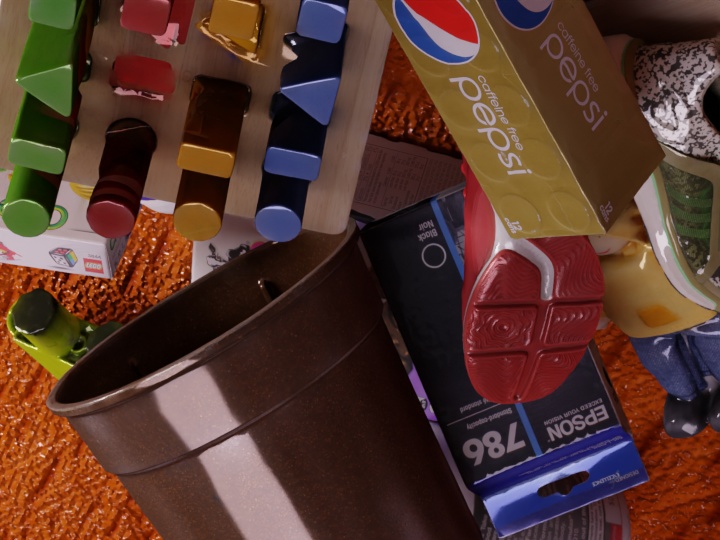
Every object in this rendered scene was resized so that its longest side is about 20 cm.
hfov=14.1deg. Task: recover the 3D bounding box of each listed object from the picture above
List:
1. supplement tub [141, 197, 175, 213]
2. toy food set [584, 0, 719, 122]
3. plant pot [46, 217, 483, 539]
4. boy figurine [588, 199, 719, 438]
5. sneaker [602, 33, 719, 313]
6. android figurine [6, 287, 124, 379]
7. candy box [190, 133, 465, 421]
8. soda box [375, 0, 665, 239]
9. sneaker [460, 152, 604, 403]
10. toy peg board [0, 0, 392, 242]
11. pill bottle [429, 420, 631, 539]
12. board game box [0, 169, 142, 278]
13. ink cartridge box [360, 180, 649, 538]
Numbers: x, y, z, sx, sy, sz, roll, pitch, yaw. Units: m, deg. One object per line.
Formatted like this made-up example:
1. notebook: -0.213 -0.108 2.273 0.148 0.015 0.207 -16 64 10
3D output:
1. supplement tub: -0.133 -0.142 1.580 0.145 0.146 0.200 -27 123 40
2. toy food set: 0.181 -0.118 1.569 0.199 0.061 0.144 -14 131 43
3. plant pot: -0.040 0.106 1.622 0.200 0.200 0.199 -22 103 37
4. boy figurine: 0.174 0.012 1.701 0.124 0.065 0.200 -4 137 35
5. sneaker: 0.192 -0.050 1.541 0.088 0.077 0.200 -11 135 29
6. android figurine: -0.141 0.073 1.853 0.181 0.041 0.200 21 167 31
7. candy box: 0.000 0.000 1.744 0.198 0.072 0.168 13 139 5
8. soda box: 0.069 -0.112 1.418 0.067 0.064 0.201 -2 129 46
9. sneaker: 0.085 -0.035 1.582 0.078 0.116 0.201 -1 124 -11
10. toy peg board: -0.090 -0.092 1.459 0.198 0.098 0.201 12 130 -2
11. pill bottle: 0.062 0.155 1.808 0.199 0.115 0.114 15 147 -38
12. board game box: -0.223 -0.064 1.715 0.198 0.127 0.035 8 139 11
13. ink cartridge box: 0.082 0.049 1.643 0.099 0.039 0.201 -23 96 10
